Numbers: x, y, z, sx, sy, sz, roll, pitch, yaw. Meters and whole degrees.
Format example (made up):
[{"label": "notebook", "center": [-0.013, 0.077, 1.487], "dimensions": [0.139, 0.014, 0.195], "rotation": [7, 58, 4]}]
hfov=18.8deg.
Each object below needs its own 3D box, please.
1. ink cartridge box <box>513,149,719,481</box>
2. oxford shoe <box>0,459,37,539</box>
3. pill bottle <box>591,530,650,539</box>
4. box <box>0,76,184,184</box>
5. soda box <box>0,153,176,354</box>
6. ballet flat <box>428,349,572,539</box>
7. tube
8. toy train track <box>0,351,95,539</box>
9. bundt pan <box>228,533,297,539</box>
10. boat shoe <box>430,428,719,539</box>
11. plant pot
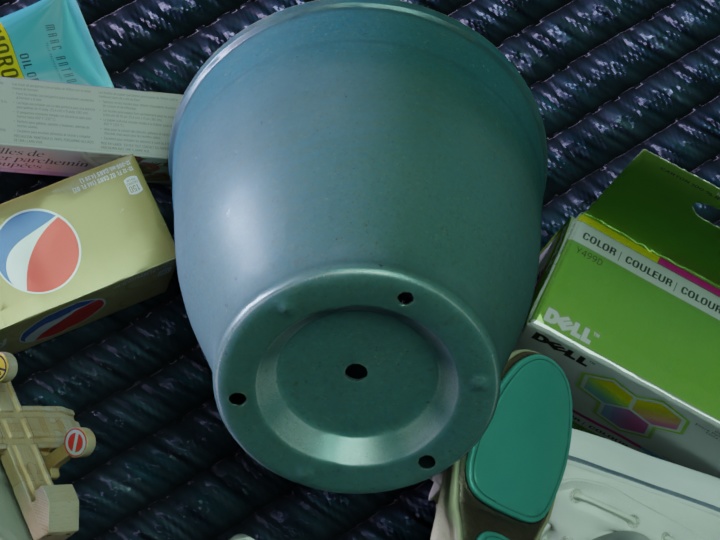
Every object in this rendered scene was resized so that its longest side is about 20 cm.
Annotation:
[{"label": "ink cartridge box", "center": [0.162, 0.031, 1.131], "dimensions": [0.147, 0.200, 0.076], "rotation": [29, 69, -2]}, {"label": "oxford shoe", "center": [-0.186, 0.123, 1.040], "dimensions": [0.058, 0.075, 0.201], "rotation": [-7, 63, -50]}, {"label": "pill bottle", "center": [0.162, 0.238, 1.101], "dimensions": [0.109, 0.109, 0.200], "rotation": [-44, 101, -21]}, {"label": "box", "center": [-0.139, -0.073, 1.163], "dimensions": [0.199, 0.039, 0.042], "rotation": [3, 70, -25]}, {"label": "soda box", "center": [-0.198, 0.011, 1.128], "dimensions": [0.199, 0.068, 0.064], "rotation": [-23, 79, -18]}, {"label": "ballet flat", "center": [0.056, 0.130, 1.082], "dimensions": [0.069, 0.070, 0.201], "rotation": [20, 55, -6]}, {"label": "tube", "center": [-0.231, -0.089, 1.169], "dimensions": [0.199, 0.050, 0.078], "rotation": [-21, 87, -23]}, {"label": "toy train track", "center": [-0.176, 0.033, 1.046], "dimensions": [0.032, 0.114, 0.201], "rotation": [-35, 71, 24]}, {"label": "bundt pan", "center": [-0.054, 0.237, 1.082], "dimensions": [0.200, 0.076, 0.203], "rotation": [4, 72, -12]}, {"label": "boat shoe", "center": [0.118, 0.128, 1.158], "dimensions": [0.199, 0.074, 0.066], "rotation": [15, 65, -6]}, {"label": "plant pot", "center": [0.000, 0.000, 1.068], "dimensions": [0.199, 0.201, 0.189], "rotation": [11, 36, -9]}]
